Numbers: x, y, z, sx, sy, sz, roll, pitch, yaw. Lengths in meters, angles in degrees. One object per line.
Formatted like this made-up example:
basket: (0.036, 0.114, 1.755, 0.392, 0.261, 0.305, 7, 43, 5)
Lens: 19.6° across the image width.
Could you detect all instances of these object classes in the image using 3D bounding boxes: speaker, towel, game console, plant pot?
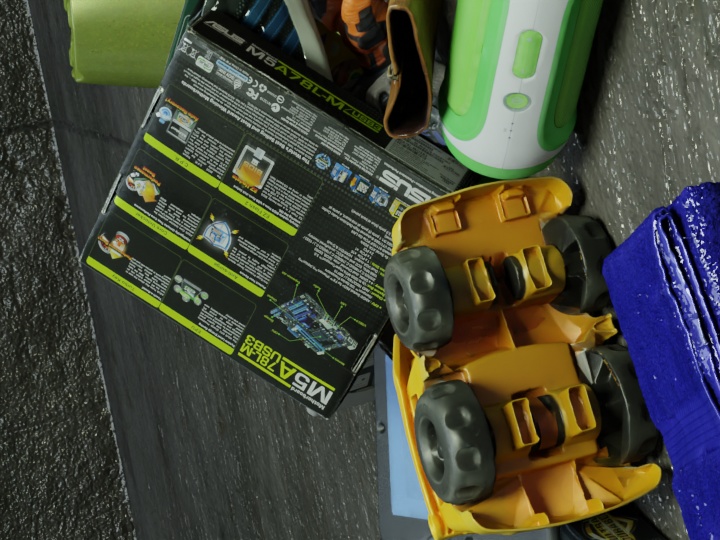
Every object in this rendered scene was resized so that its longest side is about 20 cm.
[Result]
speaker: (0.092, -0.142, 1.160, 0.201, 0.088, 0.089, 98, 154, -53)
towel: (0.179, 0.067, 1.086, 0.148, 0.049, 0.202, 126, 129, -69)
game console: (0.071, 0.110, 1.390, 0.176, 0.031, 0.202, 2, 95, 55)
plant pot: (-0.142, -0.219, 1.669, 0.200, 0.188, 0.202, 174, 90, -81)

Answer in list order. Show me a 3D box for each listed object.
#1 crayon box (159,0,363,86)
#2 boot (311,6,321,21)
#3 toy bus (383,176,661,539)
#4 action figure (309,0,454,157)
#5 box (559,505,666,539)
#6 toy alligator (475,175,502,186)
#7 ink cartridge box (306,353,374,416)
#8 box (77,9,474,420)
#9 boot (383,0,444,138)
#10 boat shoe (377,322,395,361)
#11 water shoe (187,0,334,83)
crayon box: (-0.058, -0.114, 1.456, 0.051, 0.200, 0.127, 11, 82, 34)
boot: (-0.022, -0.254, 1.455, 0.200, 0.073, 0.096, -43, 48, 46)
toy bus: (0.078, 0.065, 1.273, 0.192, 0.135, 0.202, 136, 121, -70)
action figure: (0.029, -0.143, 1.353, 0.200, 0.104, 0.194, 23, 147, 58)
box: (0.182, 0.247, 1.226, 0.200, 0.046, 0.160, -137, 37, -63)
toy alligator: (0.078, -0.027, 1.376, 0.055, 0.059, 0.200, -61, -3, -17)
ink cartridge box: (-0.016, 0.015, 1.636, 0.200, 0.083, 0.147, 106, 149, -72)
box: (-0.057, -0.033, 1.322, 0.194, 0.199, 0.048, -61, -4, 33)
boot: (0.026, -0.209, 1.204, 0.189, 0.068, 0.201, 92, -172, -46)
boat shoe: (0.000, 0.000, 1.387, 0.202, 0.060, 0.072, 55, 135, 20)
water shoe: (-0.071, -0.154, 1.337, 0.071, 0.078, 0.202, 178, 77, -77)
